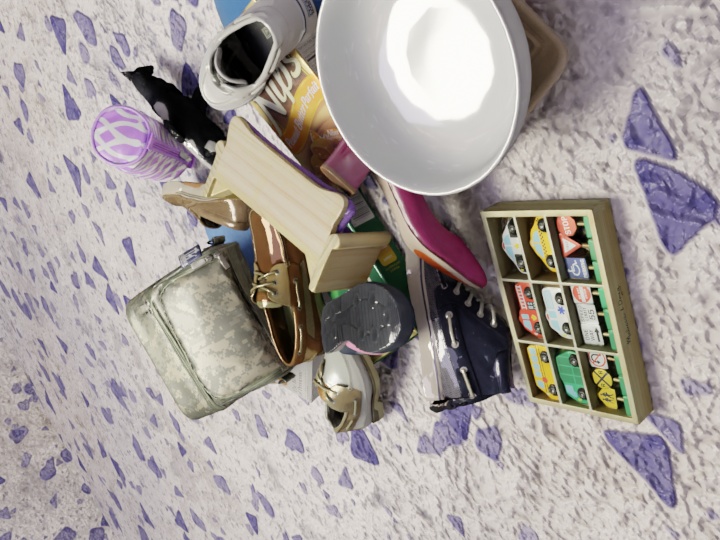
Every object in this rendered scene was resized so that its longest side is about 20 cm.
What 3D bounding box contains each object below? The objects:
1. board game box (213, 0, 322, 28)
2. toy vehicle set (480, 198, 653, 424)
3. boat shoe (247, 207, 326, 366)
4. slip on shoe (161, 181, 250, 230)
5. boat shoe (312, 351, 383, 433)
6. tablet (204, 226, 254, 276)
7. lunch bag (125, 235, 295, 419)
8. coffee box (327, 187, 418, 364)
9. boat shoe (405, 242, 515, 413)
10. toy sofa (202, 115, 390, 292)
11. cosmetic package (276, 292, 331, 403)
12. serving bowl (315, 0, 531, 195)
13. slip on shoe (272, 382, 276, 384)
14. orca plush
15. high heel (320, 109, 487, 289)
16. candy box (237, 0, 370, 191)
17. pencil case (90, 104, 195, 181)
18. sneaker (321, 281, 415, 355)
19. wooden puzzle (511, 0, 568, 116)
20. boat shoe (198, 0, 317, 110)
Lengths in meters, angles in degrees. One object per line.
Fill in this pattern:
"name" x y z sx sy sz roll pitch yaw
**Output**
"board game box" -0.067 -0.277 0.841 0.198 0.039 0.159 26 141 21
"toy vehicle set" 0.186 0.035 0.741 0.124 0.026 0.202 3 115 52
"boat shoe" -0.090 0.020 0.966 0.075 0.074 0.202 -5 110 44
"slip on shoe" -0.208 -0.088 1.116 0.198 0.075 0.062 5 95 44
"boat shoe" -0.019 0.138 0.994 0.075 0.068 0.201 51 163 40
"tablet" -0.159 -0.026 1.164 0.199 0.014 0.132 2 114 51
"lunch bag" -0.182 0.071 1.052 0.167 0.139 0.202 -26 95 36
"coffee box" 0.000 0.000 0.945 0.201 0.044 0.123 58 146 5
"boat shoe" 0.103 0.039 0.829 0.092 0.075 0.203 -8 91 17
"toy sofa" -0.064 -0.072 0.833 0.199 0.082 0.098 38 115 31
"cosmetic package" -0.082 0.078 1.089 0.082 0.051 0.202 26 133 27
"serving bowl" 0.056 -0.166 0.660 0.199 0.066 0.202 23 129 32
"slip on shoe" -0.168 0.078 1.174 0.202 0.075 0.061 61 177 -3
"orca plush" -0.231 -0.222 1.103 0.200 0.071 0.105 49 -172 26
"high heel" 0.063 -0.072 0.765 0.199 0.096 0.067 40 174 -16
"candy box" -0.053 -0.181 0.840 0.200 0.055 0.115 50 146 -10
"pencil case" -0.286 -0.164 1.091 0.085 0.200 0.085 20 94 5
"sneaker" 0.024 0.049 0.819 0.200 0.081 0.071 166 104 -69
"wooden puzzle" 0.072 -0.195 0.716 0.201 0.037 0.185 51 145 9
"boat shoe" -0.117 -0.202 0.775 0.074 0.065 0.200 49 146 -7
